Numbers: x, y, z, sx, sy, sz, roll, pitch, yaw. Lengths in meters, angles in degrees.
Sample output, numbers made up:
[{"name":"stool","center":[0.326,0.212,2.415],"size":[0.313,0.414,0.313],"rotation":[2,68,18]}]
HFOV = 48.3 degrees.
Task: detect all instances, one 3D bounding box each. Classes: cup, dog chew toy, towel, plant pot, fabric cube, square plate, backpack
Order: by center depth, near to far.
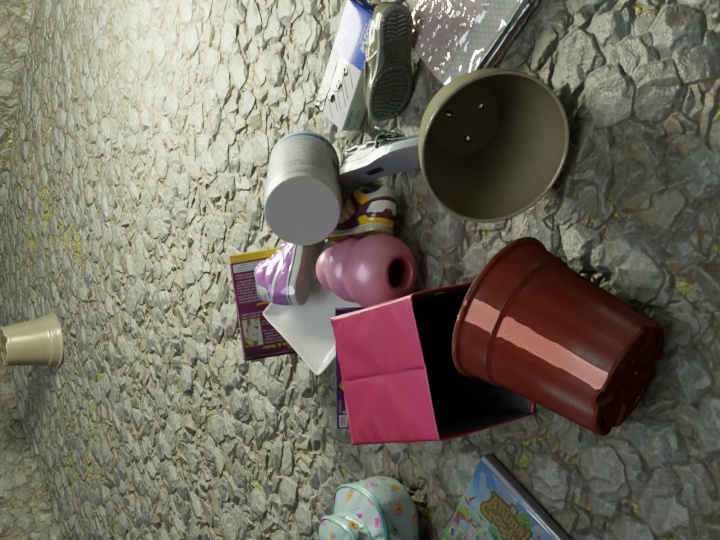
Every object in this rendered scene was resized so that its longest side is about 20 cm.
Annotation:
[{"name":"plant pot","center":[0.249,0.090,0.989],"size":[0.195,0.200,0.203],"rotation":[31,118,37]},{"name":"cup","center":[0.161,-0.186,1.084],"size":[0.144,0.198,0.202],"rotation":[-112,34,-60]},{"name":"fabric cube","center":[0.101,0.136,1.167],"size":[0.199,0.195,0.202],"rotation":[-19,80,53]},{"name":"towel","center":[0.152,-0.375,1.179],"size":[0.201,0.032,0.192],"rotation":[-56,52,38]},{"name":"dog chew toy","center":[0.000,0.000,1.335],"size":[0.199,0.124,0.126],"rotation":[5,98,50]},{"name":"backpack","center":[0.016,0.454,1.351],"size":[0.175,0.152,0.202],"rotation":[1,88,57]},{"name":"square plate","center":[-0.057,0.061,1.426],"size":[0.198,0.028,0.200],"rotation":[-47,49,-2]},{"name":"plant pot","center":[-1.161,0.254,2.805],"size":[0.199,0.182,0.203],"rotation":[7,99,51]}]

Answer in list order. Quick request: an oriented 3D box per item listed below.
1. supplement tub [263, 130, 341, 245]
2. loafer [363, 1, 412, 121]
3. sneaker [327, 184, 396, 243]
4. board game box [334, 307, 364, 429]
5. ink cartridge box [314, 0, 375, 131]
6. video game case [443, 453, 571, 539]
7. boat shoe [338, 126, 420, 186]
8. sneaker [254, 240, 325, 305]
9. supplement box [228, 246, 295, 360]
[{"name":"supplement tub","center":[-0.098,-0.146,1.381],"size":[0.201,0.131,0.133],"rotation":[-95,23,-58]},{"name":"loafer","center":[0.043,-0.336,1.281],"size":[0.070,0.074,0.201],"rotation":[-117,28,-46]},{"name":"sneaker","center":[-0.004,-0.096,1.387],"size":[0.199,0.074,0.091],"rotation":[-4,74,52]},{"name":"board game box","center":[0.017,0.162,1.344],"size":[0.032,0.119,0.202],"rotation":[-106,16,-85]},{"name":"ink cartridge box","center":[-0.012,-0.352,1.379],"size":[0.094,0.044,0.201],"rotation":[45,127,37]},{"name":"video game case","center":[0.217,0.406,1.186],"size":[0.200,0.022,0.183],"rotation":[45,127,40]},{"name":"boat shoe","center":[0.044,-0.195,1.305],"size":[0.198,0.073,0.069],"rotation":[-17,62,47]},{"name":"sneaker","center":[-0.135,-0.034,1.463],"size":[0.113,0.073,0.202],"rotation":[1,61,30]},{"name":"supplement box","center":[-0.171,0.063,1.539],"size":[0.103,0.129,0.202],"rotation":[113,149,-83]}]
